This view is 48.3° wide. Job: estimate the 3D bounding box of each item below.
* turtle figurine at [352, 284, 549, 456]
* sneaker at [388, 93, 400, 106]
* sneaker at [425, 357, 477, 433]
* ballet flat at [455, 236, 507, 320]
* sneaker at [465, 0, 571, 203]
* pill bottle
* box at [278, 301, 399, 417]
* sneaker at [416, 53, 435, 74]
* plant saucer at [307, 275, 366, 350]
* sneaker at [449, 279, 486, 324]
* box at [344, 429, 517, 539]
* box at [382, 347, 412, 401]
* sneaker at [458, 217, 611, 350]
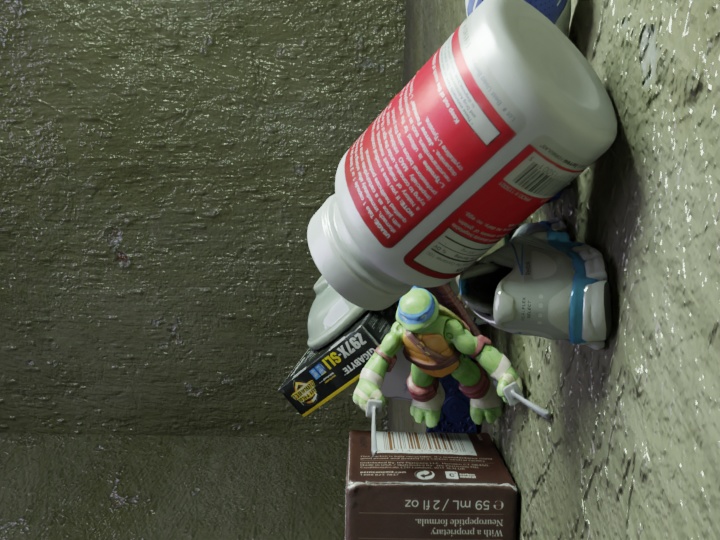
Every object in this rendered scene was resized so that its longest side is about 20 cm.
[{"bbox_3d":[0.074,0.118,0.749,0.202,0.142,0.195,57,-179,32],"label":"turtle figurine"},{"bbox_3d":[0.025,-0.101,0.923,0.203,0.113,0.079,80,164,-44],"label":"sneaker"},{"bbox_3d":[0.118,0.158,1.004,0.078,0.068,0.205,-59,-27,-63],"label":"sneaker"},{"bbox_3d":[0.118,-0.052,0.789,0.069,0.067,0.206,-95,6,-87],"label":"ballet flat"},{"bbox_3d":[0.120,-0.114,0.578,0.202,0.078,0.117,81,-176,-49],"label":"sneaker"},{"bbox_3d":[0.054,-0.063,0.513,0.200,0.111,0.114,-42,32,35],"label":"pill bottle"},{"bbox_3d":[0.007,0.059,0.913,0.159,0.049,0.201,-39,9,38],"label":"box"},{"bbox_3d":[0.110,-0.239,1.039,0.200,0.082,0.079,93,178,-81],"label":"sneaker"},{"bbox_3d":[0.000,0.000,0.893,0.200,0.050,0.200,-45,6,6],"label":"plant saucer"},{"bbox_3d":[0.115,-0.039,0.869,0.073,0.069,0.206,-91,2,-79],"label":"sneaker"},{"bbox_3d":[0.064,0.285,0.818,0.164,0.161,0.206,-99,9,-84],"label":"box"},{"bbox_3d":[0.073,0.106,1.070,0.199,0.080,0.070,-24,-62,-66],"label":"box"},{"bbox_3d":[0.110,0.003,0.567,0.200,0.084,0.077,-81,-10,-84],"label":"sneaker"}]
